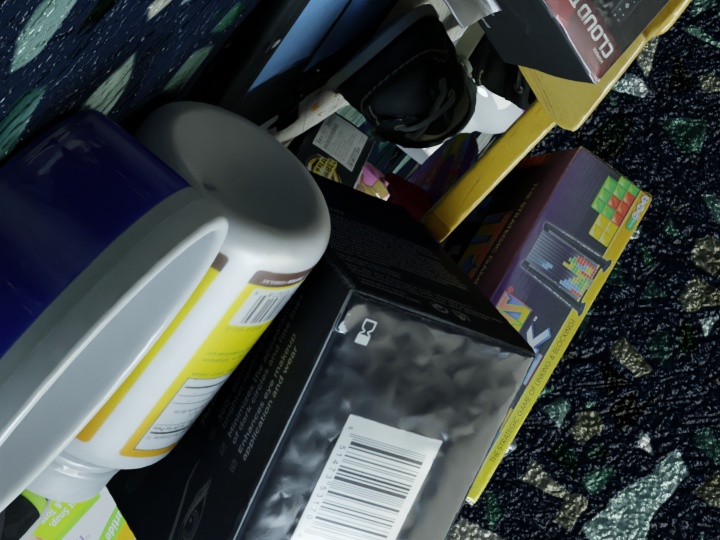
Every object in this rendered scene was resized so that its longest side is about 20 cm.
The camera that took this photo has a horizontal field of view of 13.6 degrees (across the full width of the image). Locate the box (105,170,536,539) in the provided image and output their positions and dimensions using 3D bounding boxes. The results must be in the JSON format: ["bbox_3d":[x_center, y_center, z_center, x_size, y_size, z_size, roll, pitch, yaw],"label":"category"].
[{"bbox_3d":[-0.030,0.071,1.556,0.197,0.117,0.200,-64,-152,14],"label":"box"}]

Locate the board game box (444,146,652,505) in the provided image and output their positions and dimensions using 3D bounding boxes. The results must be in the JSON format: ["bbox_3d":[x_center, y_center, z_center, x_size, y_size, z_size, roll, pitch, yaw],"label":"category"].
[{"bbox_3d":[0.061,0.032,1.680,0.200,0.057,0.165,-59,-165,-14],"label":"board game box"}]

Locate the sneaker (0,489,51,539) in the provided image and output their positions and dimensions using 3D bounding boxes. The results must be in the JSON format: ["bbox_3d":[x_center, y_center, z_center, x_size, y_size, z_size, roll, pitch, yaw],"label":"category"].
[{"bbox_3d":[-0.214,0.124,1.561,0.200,0.072,0.083,-45,173,-45],"label":"sneaker"}]

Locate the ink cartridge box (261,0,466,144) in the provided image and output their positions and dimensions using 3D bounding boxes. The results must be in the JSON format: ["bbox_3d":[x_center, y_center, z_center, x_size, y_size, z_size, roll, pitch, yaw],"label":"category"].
[{"bbox_3d":[0.011,-0.147,1.780,0.200,0.050,0.161,-30,173,-7],"label":"ink cartridge box"}]

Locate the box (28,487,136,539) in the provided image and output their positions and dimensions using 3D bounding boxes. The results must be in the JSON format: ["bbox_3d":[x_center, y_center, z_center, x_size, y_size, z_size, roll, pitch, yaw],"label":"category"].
[{"bbox_3d":[-0.172,0.146,1.709,0.200,0.113,0.101,-48,-157,-22],"label":"box"}]

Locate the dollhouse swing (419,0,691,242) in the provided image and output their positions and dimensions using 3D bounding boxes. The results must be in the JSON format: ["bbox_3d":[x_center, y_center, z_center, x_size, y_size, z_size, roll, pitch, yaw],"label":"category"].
[{"bbox_3d":[0.079,-0.147,1.588,0.175,0.182,0.200,-29,-172,27],"label":"dollhouse swing"}]

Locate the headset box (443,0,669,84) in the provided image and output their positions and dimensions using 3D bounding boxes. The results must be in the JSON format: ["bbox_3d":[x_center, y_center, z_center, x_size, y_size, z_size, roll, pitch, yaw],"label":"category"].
[{"bbox_3d":[0.102,-0.197,1.395,0.200,0.149,0.077,-48,-146,-16],"label":"headset box"}]

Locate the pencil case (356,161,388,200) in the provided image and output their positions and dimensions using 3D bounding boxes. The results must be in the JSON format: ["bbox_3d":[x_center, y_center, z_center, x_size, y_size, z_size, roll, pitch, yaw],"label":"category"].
[{"bbox_3d":[-0.056,0.005,2.051,0.200,0.083,0.087,-49,156,-7],"label":"pencil case"}]

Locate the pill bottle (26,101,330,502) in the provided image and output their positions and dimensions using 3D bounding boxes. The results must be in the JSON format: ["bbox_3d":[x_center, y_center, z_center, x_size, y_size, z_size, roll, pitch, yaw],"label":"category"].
[{"bbox_3d":[-0.109,0.021,1.480,0.200,0.109,0.109,-51,175,28],"label":"pill bottle"}]

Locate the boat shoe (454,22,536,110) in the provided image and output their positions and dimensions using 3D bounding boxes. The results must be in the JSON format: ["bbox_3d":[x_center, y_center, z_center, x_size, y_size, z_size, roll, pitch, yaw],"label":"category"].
[{"bbox_3d":[0.125,-0.161,1.731,0.074,0.066,0.199,-35,170,-49],"label":"boat shoe"}]

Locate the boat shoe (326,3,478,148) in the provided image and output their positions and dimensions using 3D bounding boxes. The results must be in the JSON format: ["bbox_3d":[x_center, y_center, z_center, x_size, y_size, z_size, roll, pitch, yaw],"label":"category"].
[{"bbox_3d":[0.032,-0.104,1.699,0.076,0.060,0.200,-37,176,11],"label":"boat shoe"}]

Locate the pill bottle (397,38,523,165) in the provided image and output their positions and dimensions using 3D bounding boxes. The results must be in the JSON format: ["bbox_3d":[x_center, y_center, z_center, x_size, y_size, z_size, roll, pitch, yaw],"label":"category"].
[{"bbox_3d":[0.090,-0.160,1.930,0.200,0.104,0.104,-49,176,-5],"label":"pill bottle"}]

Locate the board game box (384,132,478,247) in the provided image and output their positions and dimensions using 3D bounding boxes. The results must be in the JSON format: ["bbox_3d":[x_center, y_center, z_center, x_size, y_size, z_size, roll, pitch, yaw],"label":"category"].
[{"bbox_3d":[0.000,0.000,1.714,0.158,0.039,0.201,-41,-155,57],"label":"board game box"}]

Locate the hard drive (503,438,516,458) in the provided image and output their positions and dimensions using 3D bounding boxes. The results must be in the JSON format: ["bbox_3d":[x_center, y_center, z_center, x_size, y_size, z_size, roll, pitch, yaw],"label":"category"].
[{"bbox_3d":[0.008,0.071,1.819,0.135,0.042,0.200,-37,-140,11],"label":"hard drive"}]

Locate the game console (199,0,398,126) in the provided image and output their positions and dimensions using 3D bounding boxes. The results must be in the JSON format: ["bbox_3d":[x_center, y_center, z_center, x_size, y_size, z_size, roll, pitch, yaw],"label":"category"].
[{"bbox_3d":[-0.008,-0.148,1.561,0.200,0.031,0.177,-53,174,37],"label":"game console"}]

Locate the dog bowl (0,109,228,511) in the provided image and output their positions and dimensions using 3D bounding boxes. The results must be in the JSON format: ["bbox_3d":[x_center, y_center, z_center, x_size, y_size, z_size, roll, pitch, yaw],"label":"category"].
[{"bbox_3d":[-0.151,0.028,1.324,0.200,0.079,0.200,-48,176,-5],"label":"dog bowl"}]

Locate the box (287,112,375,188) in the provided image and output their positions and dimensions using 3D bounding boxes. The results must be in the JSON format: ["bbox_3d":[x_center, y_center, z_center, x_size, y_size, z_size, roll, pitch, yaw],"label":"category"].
[{"bbox_3d":[-0.075,0.011,1.881,0.200,0.046,0.159,-50,-170,40],"label":"box"}]
